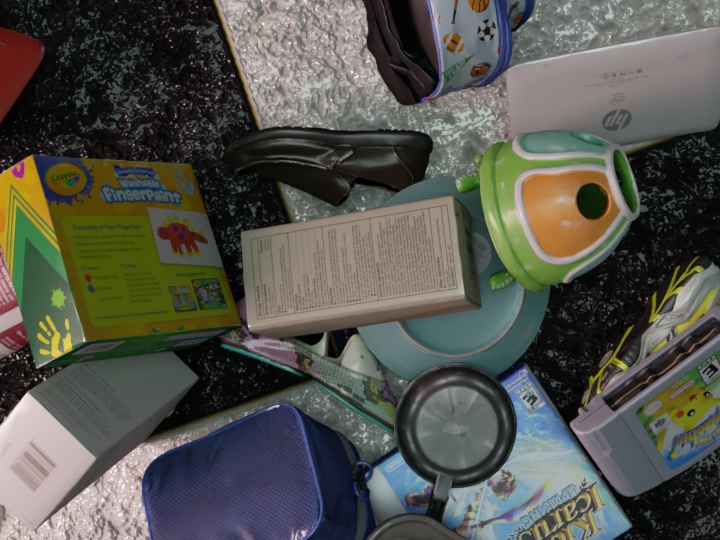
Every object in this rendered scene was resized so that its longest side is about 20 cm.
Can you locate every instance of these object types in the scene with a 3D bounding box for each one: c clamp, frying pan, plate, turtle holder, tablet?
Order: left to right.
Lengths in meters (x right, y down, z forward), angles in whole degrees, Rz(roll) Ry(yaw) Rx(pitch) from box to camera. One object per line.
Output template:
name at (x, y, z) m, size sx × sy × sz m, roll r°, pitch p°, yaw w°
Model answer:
c clamp at (0.057, 0.314, 1.137) m, size 0.200 × 0.027 × 0.171 m, roll 41°, pitch 94°, yaw -23°
frying pan at (0.067, 0.175, 1.159) m, size 0.115 × 0.031 × 0.190 m, roll 35°, pitch 87°, yaw 0°
plate at (0.087, 0.013, 1.179) m, size 0.199 × 0.026 × 0.202 m, roll -1°, pitch 94°, yaw -12°
turtle holder at (0.180, -0.056, 1.120) m, size 0.131 × 0.185 × 0.142 m, roll -19°, pitch 72°, yaw 24°
tablet at (0.235, -0.158, 1.158) m, size 0.199 × 0.130 × 0.014 m, roll -10°, pitch 51°, yaw 3°

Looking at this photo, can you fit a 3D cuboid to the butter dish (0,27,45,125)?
butter dish at (-0.418, -0.140, 1.179) m, size 0.198 × 0.148 × 0.201 m, roll 16°, pitch 49°, yaw 2°

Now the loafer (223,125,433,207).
loafer at (-0.031, -0.096, 1.186) m, size 0.199 × 0.073 × 0.072 m, roll 0°, pitch 88°, yaw 3°

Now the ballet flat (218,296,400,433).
ballet flat at (-0.037, 0.081, 1.193) m, size 0.199 × 0.069 × 0.071 m, roll 26°, pitch 87°, yaw 7°

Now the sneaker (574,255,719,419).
sneaker at (0.279, 0.083, 1.171) m, size 0.076 × 0.075 × 0.200 m, roll 40°, pitch 96°, yaw -4°

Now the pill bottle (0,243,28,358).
pill bottle at (-0.350, 0.026, 1.182) m, size 0.199 × 0.114 × 0.115 m, roll -27°, pitch 88°, yaw 2°

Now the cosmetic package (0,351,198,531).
cosmetic package at (-0.240, 0.134, 1.123) m, size 0.085 × 0.200 × 0.108 m, roll 43°, pitch 112°, yaw 2°

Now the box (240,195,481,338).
box at (0.000, 0.000, 1.119) m, size 0.199 × 0.078 × 0.096 m, roll -8°, pitch 79°, yaw 16°

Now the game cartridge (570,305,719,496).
game cartridge at (0.298, 0.120, 1.151) m, size 0.200 × 0.133 × 0.041 m, roll -37°, pitch 43°, yaw 3°

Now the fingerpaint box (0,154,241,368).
fingerpaint box at (-0.216, -0.010, 1.120) m, size 0.073 × 0.200 × 0.168 m, roll -25°, pitch 79°, yaw 32°

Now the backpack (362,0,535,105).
backpack at (0.067, -0.252, 1.138) m, size 0.153 × 0.200 × 0.192 m, roll -11°, pitch 92°, yaw -10°

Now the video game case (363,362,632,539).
video game case at (0.124, 0.218, 1.192) m, size 0.200 × 0.045 × 0.182 m, roll -34°, pitch 89°, yaw 2°

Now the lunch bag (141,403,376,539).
lunch bag at (-0.080, 0.215, 1.140) m, size 0.199 × 0.132 × 0.136 m, roll -23°, pitch 59°, yaw 16°
